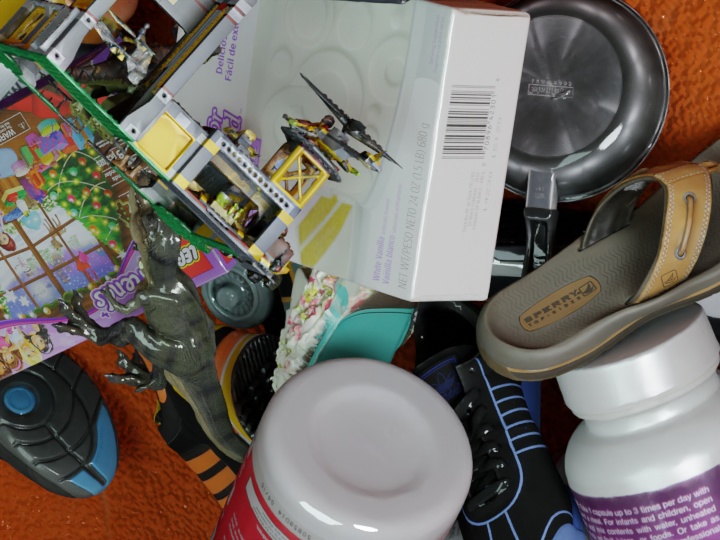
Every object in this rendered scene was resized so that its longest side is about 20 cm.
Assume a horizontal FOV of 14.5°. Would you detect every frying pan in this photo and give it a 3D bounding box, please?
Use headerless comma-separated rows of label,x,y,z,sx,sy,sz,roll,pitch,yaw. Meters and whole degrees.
frying pan,0.085,-0.060,1.475,0.115,0.031,0.190,30,91,19

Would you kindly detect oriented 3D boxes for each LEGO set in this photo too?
LEGO set,-0.078,-0.099,1.342,0.200,0.116,0.154,43,170,-14

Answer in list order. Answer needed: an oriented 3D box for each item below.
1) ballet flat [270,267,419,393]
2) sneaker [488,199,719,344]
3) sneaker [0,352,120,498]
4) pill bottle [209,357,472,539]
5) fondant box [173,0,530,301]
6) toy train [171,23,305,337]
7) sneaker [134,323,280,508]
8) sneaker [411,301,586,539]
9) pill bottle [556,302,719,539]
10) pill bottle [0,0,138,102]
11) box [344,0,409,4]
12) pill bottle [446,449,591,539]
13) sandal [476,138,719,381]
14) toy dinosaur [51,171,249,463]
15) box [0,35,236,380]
ballet flat,0.000,0.000,1.508,0.064,0.076,0.200,48,121,39
sneaker,0.113,0.014,1.518,0.200,0.072,0.083,4,115,28
sneaker,-0.229,0.076,1.754,0.200,0.073,0.082,40,142,15
pill bottle,-0.020,0.144,1.496,0.112,0.112,0.200,37,140,11
fondant box,-0.013,-0.076,1.425,0.200,0.058,0.145,19,105,46
toy train,-0.042,-0.051,1.568,0.114,0.085,0.200,-6,109,32
sneaker,-0.072,0.097,1.638,0.090,0.070,0.200,16,145,26
sneaker,0.063,0.094,1.504,0.070,0.200,0.078,-37,126,19
pill bottle,0.171,0.122,1.459,0.112,0.112,0.200,-13,107,33
pill bottle,-0.208,-0.111,1.624,0.106,0.106,0.200,48,126,3
box,-0.025,-0.220,1.412,0.196,0.200,0.124,7,115,27
pill bottle,0.074,0.179,1.589,0.200,0.113,0.113,-27,97,36
sandal,0.141,-0.019,1.424,0.082,0.200,0.055,55,172,47
toy dinosaur,-0.106,0.040,1.510,0.088,0.047,0.200,0,129,31
box,-0.175,-0.028,1.567,0.200,0.039,0.137,-25,105,33
